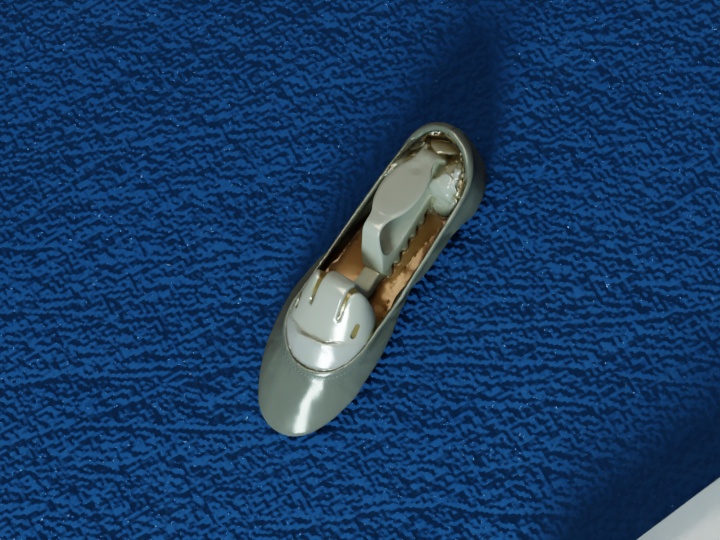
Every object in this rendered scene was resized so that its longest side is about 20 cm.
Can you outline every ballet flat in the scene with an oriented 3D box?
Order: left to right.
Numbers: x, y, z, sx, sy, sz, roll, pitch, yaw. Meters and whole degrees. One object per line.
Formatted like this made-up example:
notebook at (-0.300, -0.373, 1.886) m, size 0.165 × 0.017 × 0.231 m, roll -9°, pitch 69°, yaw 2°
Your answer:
ballet flat at (0.000, 0.000, 1.278) m, size 0.067 × 0.064 × 0.201 m, roll 31°, pitch 80°, yaw 20°

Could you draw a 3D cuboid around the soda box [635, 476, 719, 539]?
soda box at (0.170, 0.170, 1.182) m, size 0.199 × 0.063 × 0.068 m, roll -36°, pitch 68°, yaw -2°
